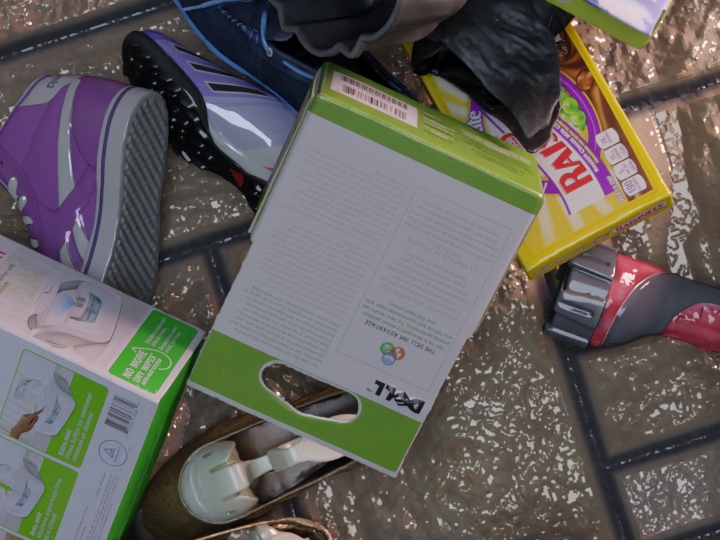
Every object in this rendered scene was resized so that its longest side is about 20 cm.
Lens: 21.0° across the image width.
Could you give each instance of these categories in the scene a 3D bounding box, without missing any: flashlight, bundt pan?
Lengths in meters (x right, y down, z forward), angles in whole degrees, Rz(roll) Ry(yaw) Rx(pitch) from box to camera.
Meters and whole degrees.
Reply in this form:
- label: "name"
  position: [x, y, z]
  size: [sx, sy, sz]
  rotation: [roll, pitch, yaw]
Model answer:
- label: "flashlight"
  position: [0.217, 0.040, 1.221]
  size: [0.199, 0.068, 0.068]
  rotation: [20, 106, 2]
- label: "bundt pan"
  position: [0.015, -0.222, 1.120]
  size: [0.075, 0.202, 0.203]
  rotation: [-3, 90, -32]

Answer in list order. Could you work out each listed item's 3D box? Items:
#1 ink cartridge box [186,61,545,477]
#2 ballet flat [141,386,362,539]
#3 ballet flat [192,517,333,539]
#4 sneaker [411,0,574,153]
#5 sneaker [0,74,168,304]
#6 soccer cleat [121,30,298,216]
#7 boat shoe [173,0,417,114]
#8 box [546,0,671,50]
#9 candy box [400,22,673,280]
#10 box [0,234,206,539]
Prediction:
- label: "ink cartridge box"
  position: [0.000, 0.000, 1.162]
  size: [0.147, 0.076, 0.201]
  rotation: [24, 110, -7]
- label: "ballet flat"
  position: [-0.052, 0.119, 1.228]
  size: [0.199, 0.072, 0.068]
  rotation: [-22, 90, 2]
- label: "ballet flat"
  position: [-0.092, 0.186, 1.176]
  size: [0.065, 0.200, 0.071]
  rotation: [-36, 75, 41]
- label: "sneaker"
  position: [0.057, -0.166, 1.199]
  size: [0.199, 0.060, 0.104]
  rotation: [36, 77, 14]
- label: "sneaker"
  position: [-0.191, -0.026, 1.246]
  size: [0.114, 0.073, 0.202]
  rotation: [12, 96, 22]
- label: "soccer cleat"
  position: [-0.068, -0.090, 1.241]
  size: [0.200, 0.068, 0.073]
  rotation: [42, 63, 9]
- label: "boat shoe"
  position: [-0.034, -0.150, 1.215]
  size: [0.200, 0.069, 0.084]
  rotation: [38, 53, 8]
- label: "box"
  position: [0.152, -0.225, 1.184]
  size: [0.122, 0.048, 0.200]
  rotation: [28, 57, 2]
- label: "candy box"
  position: [0.104, -0.103, 1.218]
  size: [0.102, 0.026, 0.201]
  rotation: [-29, 71, 4]
- label: "box"
  position: [-0.215, 0.099, 1.183]
  size: [0.176, 0.097, 0.201]
  rotation: [24, 119, 3]
